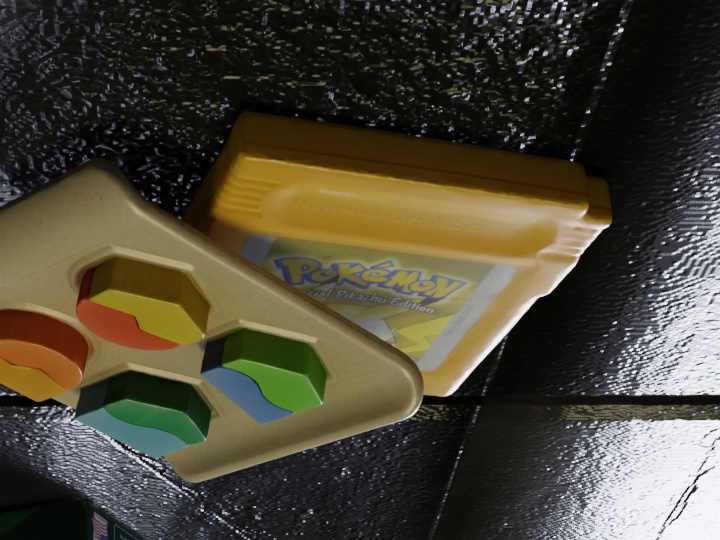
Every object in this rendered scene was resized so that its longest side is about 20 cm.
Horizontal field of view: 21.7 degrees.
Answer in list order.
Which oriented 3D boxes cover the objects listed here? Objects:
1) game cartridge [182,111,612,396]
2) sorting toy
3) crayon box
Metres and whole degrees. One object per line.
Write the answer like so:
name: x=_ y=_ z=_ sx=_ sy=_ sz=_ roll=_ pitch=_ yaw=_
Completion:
game cartridge: x=0.000 y=0.000 z=0.871 sx=0.175 sy=0.033 sz=0.200 roll=7 pitch=152 yaw=-18
sorting toy: x=-0.098 y=0.037 z=0.869 sx=0.184 sy=0.037 sz=0.200 roll=-21 pitch=135 yaw=42
crayon box: x=-0.240 y=0.205 z=1.226 sx=0.198 sy=0.051 sz=0.127 roll=-11 pitch=152 yaw=17
